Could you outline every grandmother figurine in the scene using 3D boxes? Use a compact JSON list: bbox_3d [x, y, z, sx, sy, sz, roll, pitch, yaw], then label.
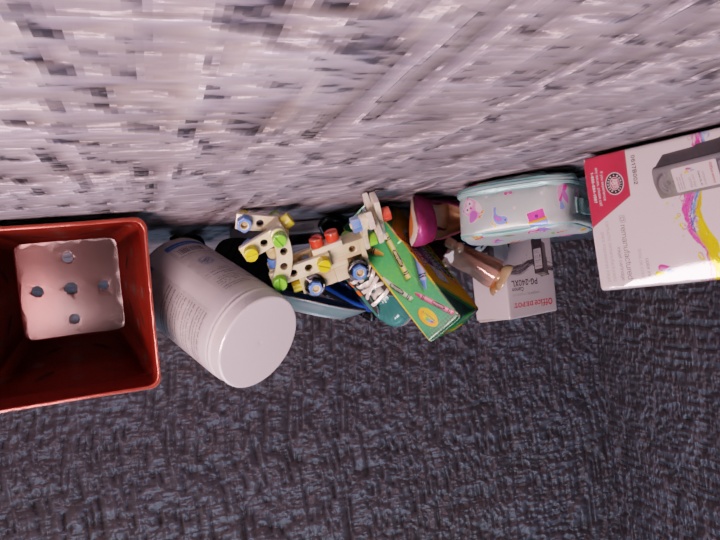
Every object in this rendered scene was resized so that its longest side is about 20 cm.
[{"bbox_3d":[0.138,-0.033,1.005,0.198,0.061,0.122,31,156,4],"label":"grandmother figurine"}]

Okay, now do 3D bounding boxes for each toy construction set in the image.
[{"bbox_3d":[-0.051,-0.037,0.809,0.197,0.133,0.093,-12,-151,9],"label":"toy construction set"}]

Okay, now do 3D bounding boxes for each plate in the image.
[{"bbox_3d":[-0.087,0.057,1.072,0.197,0.026,0.200,13,180,0],"label":"plate"}]

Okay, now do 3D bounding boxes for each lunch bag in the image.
[{"bbox_3d":[0.227,-0.081,0.844,0.158,0.079,0.199,-9,178,30],"label":"lunch bag"}]

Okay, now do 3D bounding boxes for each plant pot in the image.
[{"bbox_3d":[-0.362,0.037,0.781,0.197,0.204,0.176,-6,-170,-21],"label":"plant pot"}]

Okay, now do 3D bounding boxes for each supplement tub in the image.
[{"bbox_3d":[-0.195,0.050,0.842,0.199,0.134,0.131,30,-159,35],"label":"supplement tub"}]

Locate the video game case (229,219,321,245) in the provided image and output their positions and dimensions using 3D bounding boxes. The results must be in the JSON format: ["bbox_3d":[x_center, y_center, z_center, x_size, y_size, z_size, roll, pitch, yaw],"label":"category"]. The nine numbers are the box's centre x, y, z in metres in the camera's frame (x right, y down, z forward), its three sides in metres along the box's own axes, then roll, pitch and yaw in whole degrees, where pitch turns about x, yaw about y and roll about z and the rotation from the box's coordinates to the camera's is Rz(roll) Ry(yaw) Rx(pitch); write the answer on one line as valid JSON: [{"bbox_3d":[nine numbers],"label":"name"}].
[{"bbox_3d":[-0.132,-0.061,1.096,0.179,0.024,0.200,-7,178,-10],"label":"video game case"}]

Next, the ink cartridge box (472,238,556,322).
[{"bbox_3d":[0.274,-0.015,1.147,0.144,0.204,0.083,-5,179,-38],"label":"ink cartridge box"}]

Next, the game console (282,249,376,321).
[{"bbox_3d":[-0.032,0.000,1.206,0.198,0.120,0.170,26,-135,36],"label":"game console"}]

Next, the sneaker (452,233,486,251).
[{"bbox_3d":[0.176,-0.075,1.044,0.110,0.074,0.199,-1,164,-33],"label":"sneaker"}]

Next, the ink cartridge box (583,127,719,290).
[{"bbox_3d":[0.346,-0.064,0.652,0.198,0.150,0.085,-9,178,41],"label":"ink cartridge box"}]

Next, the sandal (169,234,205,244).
[{"bbox_3d":[-0.266,-0.031,1.024,0.048,0.076,0.200,-31,-171,-6],"label":"sandal"}]

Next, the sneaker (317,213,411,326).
[{"bbox_3d":[0.000,0.000,0.935,0.071,0.201,0.080,-43,160,19],"label":"sneaker"}]

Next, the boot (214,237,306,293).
[{"bbox_3d":[-0.168,-0.010,1.039,0.196,0.075,0.162,13,180,-33],"label":"boot"}]

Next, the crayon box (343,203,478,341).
[{"bbox_3d":[0.073,-0.001,0.897,0.058,0.201,0.118,-42,166,18],"label":"crayon box"}]

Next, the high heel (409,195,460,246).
[{"bbox_3d":[0.117,-0.067,0.879,0.094,0.069,0.200,3,-175,8],"label":"high heel"}]
